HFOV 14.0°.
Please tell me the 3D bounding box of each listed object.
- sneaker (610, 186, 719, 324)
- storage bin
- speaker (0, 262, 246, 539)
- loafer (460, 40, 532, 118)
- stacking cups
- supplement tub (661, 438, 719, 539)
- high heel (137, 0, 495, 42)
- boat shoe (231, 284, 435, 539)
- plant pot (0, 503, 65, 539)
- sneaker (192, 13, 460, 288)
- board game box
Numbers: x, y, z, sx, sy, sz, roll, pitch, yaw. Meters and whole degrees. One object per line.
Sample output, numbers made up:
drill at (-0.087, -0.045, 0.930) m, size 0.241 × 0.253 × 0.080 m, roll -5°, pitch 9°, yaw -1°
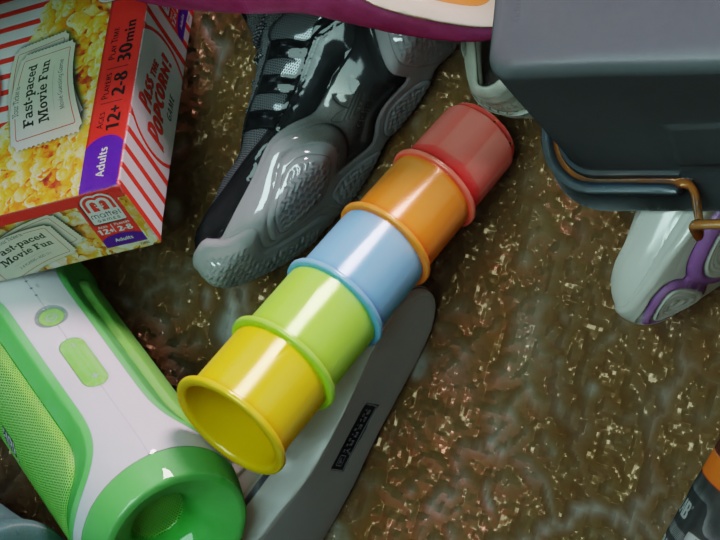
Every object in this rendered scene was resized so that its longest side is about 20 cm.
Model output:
sneaker at (0.156, -0.072, 1.317) m, size 0.099 × 0.075 × 0.201 m, roll 27°, pitch 90°, yaw 29°
storage bin at (0.148, -0.093, 1.207) m, size 0.199 × 0.134 × 0.147 m, roll 0°, pitch 77°, yaw 26°
speaker at (-0.129, 0.067, 1.377) m, size 0.089 × 0.088 × 0.200 m, roll -53°, pitch 44°, yaw 12°
loafer at (0.091, -0.169, 1.342) m, size 0.069 × 0.070 × 0.202 m, roll 11°, pitch 91°, yaw 23°
stacking cups at (0.000, 0.000, 1.324) m, size 0.060 × 0.061 × 0.200 m, roll 30°, pitch 64°, yaw 21°
supplement tub at (0.178, 0.140, 1.271) m, size 0.107 × 0.107 × 0.201 m, roll 31°, pitch 98°, yaw 21°
high heel at (-0.027, -0.130, 1.336) m, size 0.199 × 0.096 × 0.068 m, roll 17°, pitch 56°, yaw 3°
boat shoe at (-0.040, 0.081, 1.384) m, size 0.066 × 0.072 × 0.201 m, roll 31°, pitch 98°, yaw 25°
plant pot at (-0.234, 0.168, 1.369) m, size 0.187 × 0.200 × 0.202 m, roll 8°, pitch 90°, yaw 35°
sneaker at (-0.037, -0.095, 1.392) m, size 0.114 × 0.075 × 0.200 m, roll 39°, pitch 96°, yaw 20°
board game box at (-0.185, -0.061, 1.424) m, size 0.199 × 0.046 × 0.152 m, roll -14°, pitch 47°, yaw 21°
